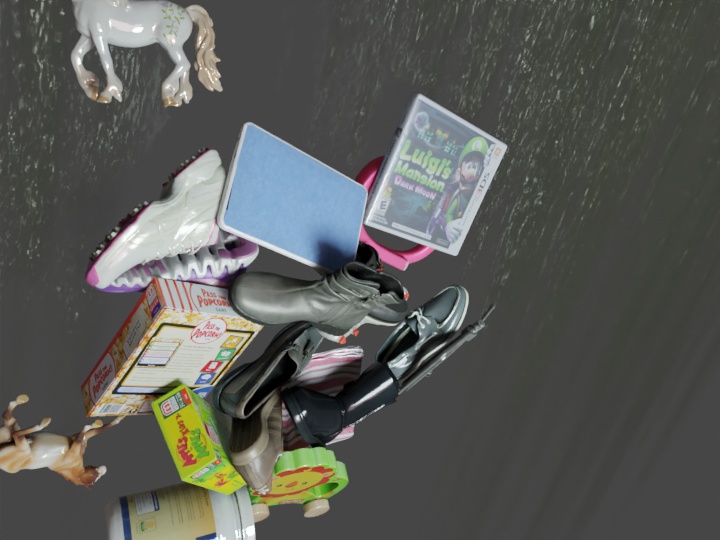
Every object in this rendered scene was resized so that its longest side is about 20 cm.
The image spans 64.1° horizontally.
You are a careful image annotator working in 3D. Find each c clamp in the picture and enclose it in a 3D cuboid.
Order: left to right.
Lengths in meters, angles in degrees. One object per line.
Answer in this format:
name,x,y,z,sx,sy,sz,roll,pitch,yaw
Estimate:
c clamp,0.140,0.149,0.988,0.200,0.027,0.170,-47,169,34

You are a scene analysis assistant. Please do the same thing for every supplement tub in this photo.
supplement tub,-0.262,0.388,0.837,0.195,0.145,0.148,-4,119,-27

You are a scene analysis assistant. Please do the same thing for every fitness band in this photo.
fitness band,0.060,-0.083,0.851,0.198,0.037,0.146,26,100,-41

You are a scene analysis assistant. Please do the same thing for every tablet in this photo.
tablet,-0.075,-0.080,0.705,0.197,0.013,0.134,24,71,-37

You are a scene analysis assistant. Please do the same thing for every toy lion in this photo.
toy lion,-0.098,0.336,0.924,0.197,0.070,0.192,14,135,-38

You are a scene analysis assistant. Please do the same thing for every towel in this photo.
towel,-0.067,0.222,0.951,0.143,0.030,0.205,-10,122,-28

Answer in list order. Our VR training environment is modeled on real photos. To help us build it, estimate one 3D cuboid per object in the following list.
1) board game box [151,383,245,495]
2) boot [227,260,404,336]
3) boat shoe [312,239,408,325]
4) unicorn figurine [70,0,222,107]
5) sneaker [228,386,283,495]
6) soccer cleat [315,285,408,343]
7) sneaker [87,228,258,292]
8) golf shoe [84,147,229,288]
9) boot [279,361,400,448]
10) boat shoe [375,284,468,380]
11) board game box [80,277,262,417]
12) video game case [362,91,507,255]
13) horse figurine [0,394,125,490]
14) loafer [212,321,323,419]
board game box,-0.203,0.231,0.765,0.047,0.103,0.201,-28,156,-10
boot,-0.050,0.019,0.699,0.196,0.069,0.130,14,146,-36
boat shoe,0.000,0.002,0.797,0.063,0.075,0.201,-32,115,34
unicorn figurine,-0.232,-0.234,0.557,0.197,0.073,0.141,-13,115,-44
sneaker,-0.140,0.228,0.800,0.069,0.200,0.077,-18,105,6
soccer cleat,0.002,0.052,0.876,0.198,0.077,0.071,-16,130,-49
sneaker,-0.222,0.006,0.697,0.195,0.081,0.090,-8,138,-26
golf shoe,-0.207,-0.044,0.632,0.201,0.075,0.092,-49,112,-22
boot,-0.025,0.189,0.870,0.166,0.077,0.202,-32,150,-9
boat shoe,0.101,0.099,0.962,0.200,0.073,0.061,-48,135,7
board game box,-0.228,0.103,0.711,0.150,0.047,0.200,13,126,-49
video game case,0.109,-0.128,0.825,0.197,0.023,0.186,15,104,-38
horse figurine,-0.391,0.215,0.713,0.132,0.051,0.198,-43,142,18
loafer,-0.114,0.142,0.816,0.199,0.062,0.073,-37,128,-35
